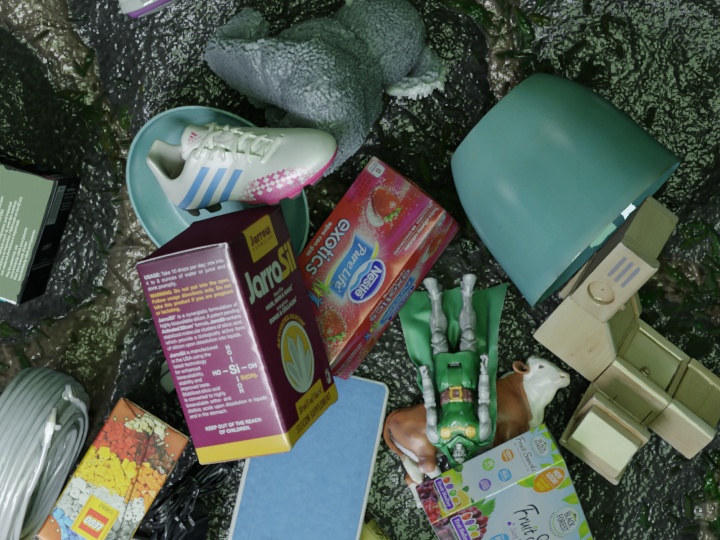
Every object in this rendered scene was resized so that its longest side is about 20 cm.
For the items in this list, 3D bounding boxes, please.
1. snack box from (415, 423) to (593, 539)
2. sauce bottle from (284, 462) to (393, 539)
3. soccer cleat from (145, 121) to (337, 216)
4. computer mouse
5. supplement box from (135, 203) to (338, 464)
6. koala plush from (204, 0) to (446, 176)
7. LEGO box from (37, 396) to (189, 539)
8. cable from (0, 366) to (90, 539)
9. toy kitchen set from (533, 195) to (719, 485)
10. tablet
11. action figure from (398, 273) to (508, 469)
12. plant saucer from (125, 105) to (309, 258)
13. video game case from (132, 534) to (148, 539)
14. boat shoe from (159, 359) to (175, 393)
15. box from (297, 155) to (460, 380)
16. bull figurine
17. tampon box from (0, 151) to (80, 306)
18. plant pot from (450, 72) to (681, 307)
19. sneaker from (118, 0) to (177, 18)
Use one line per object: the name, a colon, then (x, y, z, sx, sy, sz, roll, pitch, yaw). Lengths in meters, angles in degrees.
snack box: (0.148, 0.249, 1.655, 0.141, 0.201, 0.053, -27, 49, -1)
sauce bottle: (-0.009, 0.273, 1.705, 0.066, 0.066, 0.200, -42, 89, 1)
soccer cleat: (-0.116, -0.103, 1.555, 0.198, 0.070, 0.087, -12, 132, 35)
computer mouse: (-0.189, 0.275, 1.658, 0.052, 0.138, 0.202, 22, 116, 19)
supplement box: (-0.110, 0.058, 1.553, 0.102, 0.131, 0.202, -11, 104, 25)
koala plush: (-0.011, -0.202, 1.638, 0.199, 0.183, 0.179, -36, 111, -23)
LEGO box: (-0.237, 0.205, 1.619, 0.077, 0.200, 0.150, 32, 81, -4)
cable: (-0.328, 0.192, 1.627, 0.069, 0.200, 0.202, 25, 85, 3)
toy kitchen set: (0.280, 0.084, 1.613, 0.199, 0.181, 0.164, 37, 49, 1)
tablet: (-0.050, 0.194, 1.688, 0.128, 0.014, 0.202, 13, 69, -1)
action figure: (0.095, 0.104, 1.666, 0.117, 0.055, 0.202, -7, 66, 9)
plant saucer: (-0.136, -0.078, 1.658, 0.198, 0.036, 0.202, 12, 126, 17)
video game case: (-0.194, 0.376, 1.729, 0.197, 0.023, 0.184, 13, 93, -2)
boat shoe: (-0.146, 0.037, 1.671, 0.065, 0.074, 0.200, 44, 111, 4)
box: (0.000, 0.000, 1.663, 0.095, 0.100, 0.201, 37, 92, 15)
bull figurine: (0.124, 0.162, 1.695, 0.198, 0.065, 0.123, -17, 61, 7)
tampon box: (-0.394, -0.062, 1.634, 0.198, 0.150, 0.128, 19, 93, -3)
plant pot: (0.185, -0.093, 1.632, 0.200, 0.201, 0.161, -43, 82, 1)
sneaker: (-0.165, -0.333, 1.661, 0.198, 0.075, 0.100, -28, 95, 0)
